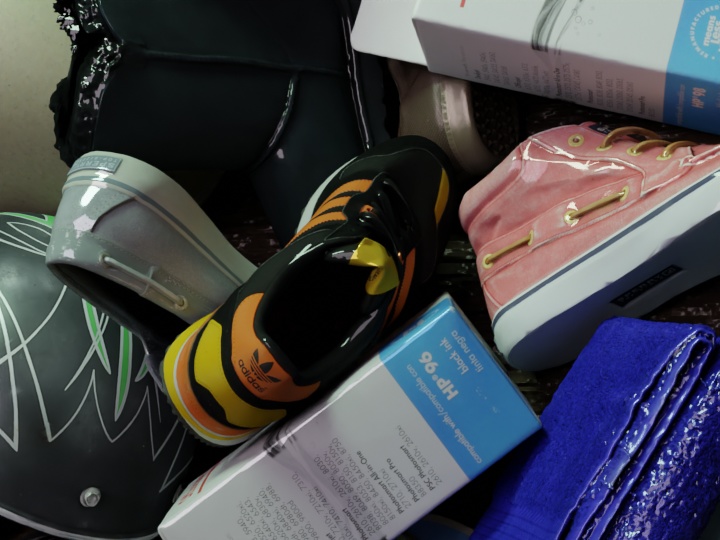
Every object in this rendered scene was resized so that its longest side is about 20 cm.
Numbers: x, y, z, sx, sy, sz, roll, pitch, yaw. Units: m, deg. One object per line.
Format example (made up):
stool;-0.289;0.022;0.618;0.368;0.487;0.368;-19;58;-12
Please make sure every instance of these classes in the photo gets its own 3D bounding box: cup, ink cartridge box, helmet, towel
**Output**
cup;-0.147;-0.098;0.945;0.143;0.200;0.201;21;83;15
ink cartridge box;-0.020;0.097;0.772;0.200;0.116;0.068;-37;90;2
ink cartridge box;0.097;-0.145;0.804;0.199;0.067;0.116;13;78;12
helmet;-0.174;0.067;0.876;0.191;0.199;0.201;-41;52;35
towel;0.080;0.105;0.701;0.200;0.049;0.148;-55;15;-8

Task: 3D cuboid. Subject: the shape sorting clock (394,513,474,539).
shape sorting clock;0.006;0.209;0.787;0.199;0.039;0.201;-14;64;30

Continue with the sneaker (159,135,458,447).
sneaker;0.000;0.000;0.764;0.200;0.070;0.090;-46;12;-36

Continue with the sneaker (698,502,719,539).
sneaker;0.138;0.154;0.696;0.082;0.074;0.201;22;85;43

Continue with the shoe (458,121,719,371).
shoe;0.134;-0.040;0.780;0.200;0.071;0.091;-33;59;24

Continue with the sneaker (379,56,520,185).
sneaker;0.034;-0.137;0.892;0.075;0.070;0.201;-18;60;34

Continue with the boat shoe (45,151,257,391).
boat shoe;-0.079;0.028;0.808;0.070;0.201;0.072;-1;55;39

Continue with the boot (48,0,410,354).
boot;-0.067;-0.052;0.843;0.076;0.167;0.201;-21;73;60
